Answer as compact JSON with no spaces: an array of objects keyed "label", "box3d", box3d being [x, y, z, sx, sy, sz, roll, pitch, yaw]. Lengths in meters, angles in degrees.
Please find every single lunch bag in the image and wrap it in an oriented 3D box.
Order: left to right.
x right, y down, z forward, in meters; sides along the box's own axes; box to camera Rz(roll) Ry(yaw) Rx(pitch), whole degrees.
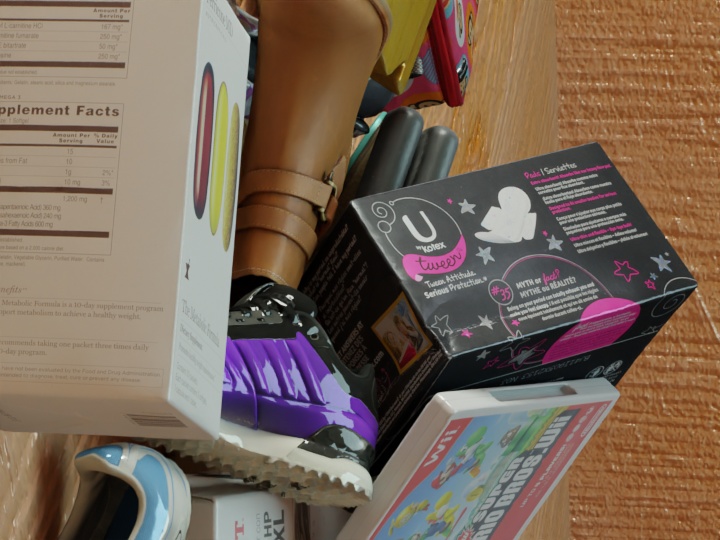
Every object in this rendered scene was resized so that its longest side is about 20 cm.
[{"label":"lunch bag","box3d":[0.026,-0.222,1.873,0.177,0.081,0.201,73,14,-47]}]

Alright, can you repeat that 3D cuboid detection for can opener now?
[{"label":"can opener","box3d":[0.000,0.000,1.726,0.067,0.053,0.201,-16,-128,62]}]

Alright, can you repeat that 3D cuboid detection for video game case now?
[{"label":"video game case","box3d":[0.060,0.124,1.601,0.200,0.017,0.143,-1,129,-58]}]

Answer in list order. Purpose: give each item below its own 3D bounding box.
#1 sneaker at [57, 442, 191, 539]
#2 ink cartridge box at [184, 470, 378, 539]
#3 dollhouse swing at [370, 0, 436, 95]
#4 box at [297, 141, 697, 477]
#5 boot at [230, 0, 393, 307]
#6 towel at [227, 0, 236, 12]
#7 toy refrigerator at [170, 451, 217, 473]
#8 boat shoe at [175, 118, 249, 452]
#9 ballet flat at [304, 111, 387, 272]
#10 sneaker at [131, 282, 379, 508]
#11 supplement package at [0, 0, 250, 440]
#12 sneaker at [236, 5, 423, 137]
[{"label":"sneaker","box3d":[-0.137,0.185,1.421,0.072,0.072,0.201,20,75,-44]},{"label":"ink cartridge box","box3d":[-0.058,0.187,1.585,0.200,0.083,0.146,-1,93,-57]},{"label":"dollhouse swing","box3d":[-0.046,-0.235,1.606,0.200,0.175,0.183,74,32,-61]},{"label":"box","box3d":[0.068,0.021,1.632,0.115,0.199,0.132,58,-42,22]},{"label":"boot","box3d":[-0.043,-0.069,1.533,0.200,0.076,0.156,104,4,-66]},{"label":"towel","box3d":[-0.086,-0.182,1.516,0.200,0.032,0.192,81,8,-65]},{"label":"toy refrigerator","box3d":[-0.079,0.115,1.711,0.076,0.069,0.201,15,79,-84]},{"label":"boat shoe","box3d":[-0.093,0.003,1.627,0.066,0.074,0.201,35,57,-50]},{"label":"ballet flat","box3d":[-0.010,-0.001,1.775,0.201,0.072,0.068,-56,168,-4]},{"label":"sneaker","box3d":[-0.070,0.048,1.486,0.199,0.069,0.100,28,66,-33]},{"label":"supplement package","box3d":[-0.120,-0.031,1.306,0.114,0.109,0.201,54,39,-75]},{"label":"sneaker","box3d":[-0.033,-0.122,1.706,0.200,0.139,0.078,24,67,-81]}]
